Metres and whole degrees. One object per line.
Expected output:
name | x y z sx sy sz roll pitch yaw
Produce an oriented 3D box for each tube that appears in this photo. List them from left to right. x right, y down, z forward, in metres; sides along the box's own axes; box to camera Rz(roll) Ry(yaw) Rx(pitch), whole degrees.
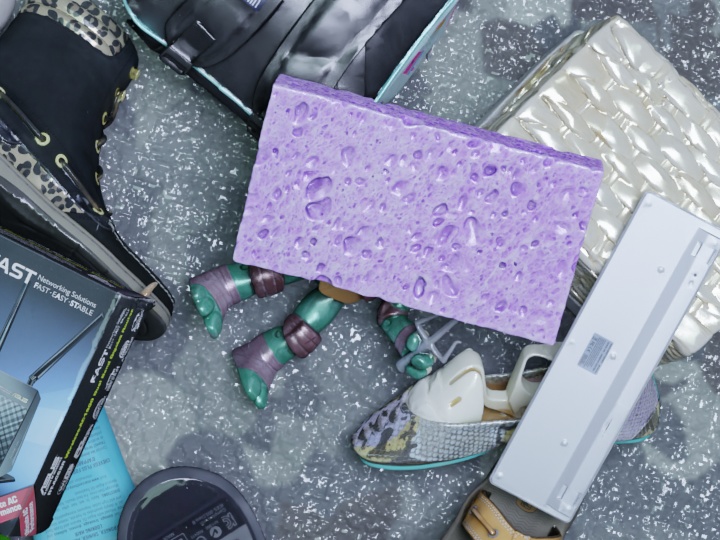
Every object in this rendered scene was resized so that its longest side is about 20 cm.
tube | -0.193 0.091 1.048 0.077 0.050 0.201 -16 93 -5

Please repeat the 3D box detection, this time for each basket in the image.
basket | 0.169 -0.048 1.046 0.136 0.123 0.200 -45 91 -6

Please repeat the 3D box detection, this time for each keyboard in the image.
keyboard | 0.147 0.053 0.985 0.056 0.011 0.201 28 99 6

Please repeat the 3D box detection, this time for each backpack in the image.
backpack | -0.024 -0.189 1.020 0.176 0.153 0.200 39 102 -1

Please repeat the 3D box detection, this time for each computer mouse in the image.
computer mouse | -0.091 0.213 1.049 0.138 0.053 0.201 -26 101 -8

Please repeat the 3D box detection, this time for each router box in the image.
router box | -0.240 0.042 0.948 0.199 0.062 0.150 25 91 11

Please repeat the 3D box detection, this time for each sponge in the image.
sponge | 0.034 -0.035 0.964 0.199 0.030 0.112 15 110 -2

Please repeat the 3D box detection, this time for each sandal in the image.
sandal | 0.097 0.164 1.008 0.082 0.055 0.200 33 44 6

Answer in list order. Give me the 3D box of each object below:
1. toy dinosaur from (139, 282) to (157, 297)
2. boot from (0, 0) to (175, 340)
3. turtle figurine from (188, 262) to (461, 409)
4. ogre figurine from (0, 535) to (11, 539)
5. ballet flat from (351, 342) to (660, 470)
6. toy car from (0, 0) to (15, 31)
toy dinosaur | -0.210 0.077 0.992 0.199 0.060 0.107 -9 95 25
boot | -0.168 -0.070 1.027 0.204 0.073 0.154 43 53 -18
turtle figurine | 0.000 0.000 1.040 0.199 0.101 0.150 -28 103 3
ogre figurine | -0.268 0.167 0.998 0.199 0.120 0.099 5 90 -3
ballet flat | 0.091 0.079 1.052 0.199 0.072 0.072 -6 87 0
toy car | -0.316 -0.206 1.000 0.199 0.150 0.176 -25 89 -6
